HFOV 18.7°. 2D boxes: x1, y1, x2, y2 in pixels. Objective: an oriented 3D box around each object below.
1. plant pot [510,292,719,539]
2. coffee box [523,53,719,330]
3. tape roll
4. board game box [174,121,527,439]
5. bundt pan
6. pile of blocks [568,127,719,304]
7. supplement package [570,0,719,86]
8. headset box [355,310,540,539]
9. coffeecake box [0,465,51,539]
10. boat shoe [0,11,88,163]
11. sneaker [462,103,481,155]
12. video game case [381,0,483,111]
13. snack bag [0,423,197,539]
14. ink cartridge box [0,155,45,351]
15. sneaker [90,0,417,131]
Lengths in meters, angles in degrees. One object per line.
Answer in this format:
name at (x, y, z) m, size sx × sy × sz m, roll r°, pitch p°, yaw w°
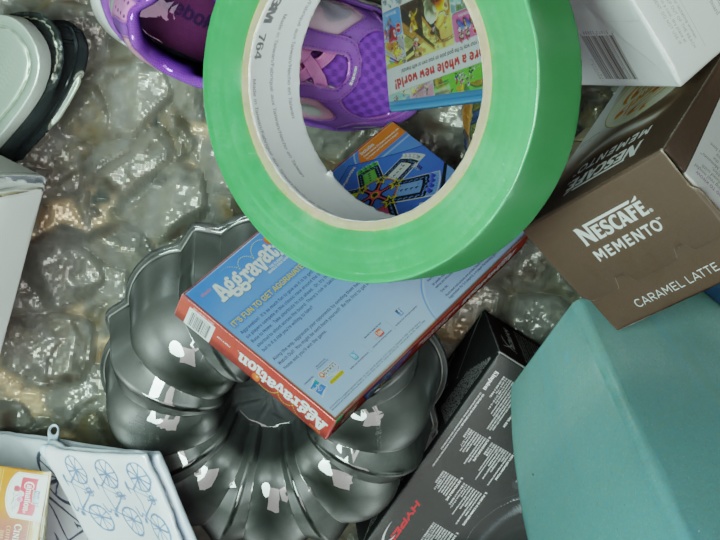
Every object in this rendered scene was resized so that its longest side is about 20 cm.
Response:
plant pot at (0.169, 0.118, 1.173) m, size 0.140 × 0.201 × 0.142 m, roll -5°, pitch 146°, yaw -30°
coffee box at (0.186, -0.074, 1.165) m, size 0.080 × 0.200 × 0.114 m, roll 46°, pitch 139°, yaw -11°
tape roll at (0.013, -0.095, 1.089) m, size 0.199 × 0.048 × 0.202 m, roll 3°, pitch 95°, yaw 33°
board game box at (0.000, 0.000, 1.155) m, size 0.103 × 0.200 × 0.020 m, roll 39°, pitch 136°, yaw 10°
bundt pan at (-0.050, 0.073, 1.210) m, size 0.200 × 0.076 × 0.204 m, roll 1°, pitch 118°, yaw 1°
pile of blocks at (0.177, -0.012, 1.265) m, size 0.199 × 0.062 × 0.083 m, roll 28°, pitch 81°, yaw -22°
supplement package at (0.178, -0.203, 1.145) m, size 0.200 × 0.121 × 0.120 m, roll -40°, pitch 109°, yaw -15°
headset box at (0.118, 0.144, 1.312) m, size 0.199 × 0.077 × 0.149 m, roll 30°, pitch 104°, yaw -14°
coffeecake box at (-0.282, 0.170, 1.248) m, size 0.198 × 0.074 × 0.154 m, roll 8°, pitch 142°, yaw -5°
boat shoe at (-0.224, -0.067, 1.216) m, size 0.200 × 0.060 × 0.076 m, roll -37°, pitch 79°, yaw 28°
sneaker at (0.106, -0.119, 1.225) m, size 0.087 × 0.075 × 0.202 m, roll 3°, pitch 110°, yaw -9°
video game case at (0.046, -0.188, 1.139) m, size 0.018 × 0.143 × 0.202 m, roll -6°, pitch 93°, yaw -26°
snack bag at (-0.142, 0.176, 1.253) m, size 0.021 × 0.199 × 0.190 m, roll -32°, pitch 112°, yaw -33°
ink cartridge box at (-0.281, -0.018, 1.171) m, size 0.199 × 0.085 × 0.147 m, roll 26°, pitch 109°, yaw 26°
sneaker at (-0.054, -0.122, 1.204) m, size 0.199 × 0.089 × 0.081 m, roll 18°, pitch 105°, yaw -12°
